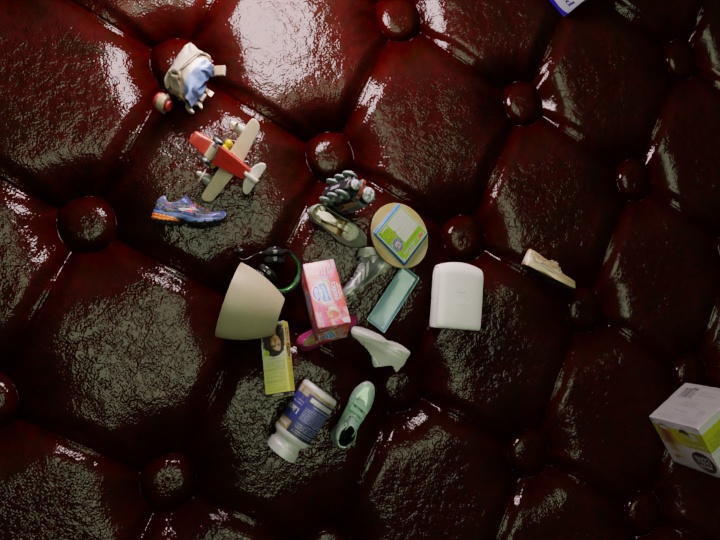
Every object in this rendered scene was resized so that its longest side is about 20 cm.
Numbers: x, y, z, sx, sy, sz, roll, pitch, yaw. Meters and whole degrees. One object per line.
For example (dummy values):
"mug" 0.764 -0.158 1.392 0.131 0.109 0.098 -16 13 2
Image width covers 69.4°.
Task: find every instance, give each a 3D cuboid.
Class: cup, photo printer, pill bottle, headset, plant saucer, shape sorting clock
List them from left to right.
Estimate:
"cup" -0.281 0.099 1.373 0.140 0.200 0.205 18 83 -7
"headset" -0.261 -0.015 1.470 0.198 0.093 0.126 28 80 -27
"pill bottle" -0.164 0.415 1.437 0.115 0.116 0.202 36 79 -10
"plant saucer" 0.098 0.085 1.573 0.069 0.019 0.202 36 80 -10
"shape sorting clock" 0.118 -0.105 1.565 0.196 0.039 0.205 8 70 -21
"photo printer" 0.296 0.078 1.598 0.162 0.069 0.205 6 86 -14

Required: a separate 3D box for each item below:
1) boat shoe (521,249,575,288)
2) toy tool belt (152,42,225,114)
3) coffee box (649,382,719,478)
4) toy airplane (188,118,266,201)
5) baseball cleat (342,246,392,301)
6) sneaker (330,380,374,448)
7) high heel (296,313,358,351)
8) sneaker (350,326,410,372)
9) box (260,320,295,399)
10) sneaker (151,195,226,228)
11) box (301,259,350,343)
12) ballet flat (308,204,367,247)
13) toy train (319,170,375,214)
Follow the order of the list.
"boat shoe" 0.620 -0.003 1.685 0.197 0.071 0.066 27 82 -10
"toy tool belt" -0.459 -0.497 1.406 0.121 0.125 0.203 29 81 -3
"coffee box" 1.144 0.527 1.728 0.198 0.199 0.200 -33 95 -14
"toy airplane" -0.361 -0.305 1.427 0.197 0.141 0.203 -21 130 -23
"baseball cleat" 0.000 0.000 1.534 0.198 0.070 0.108 -34 90 -24
"sneaker" -0.009 0.414 1.476 0.073 0.118 0.203 34 78 -8
"high heel" -0.088 0.177 1.479 0.197 0.096 0.069 -27 94 -14
"sneaker" 0.048 0.237 1.527 0.197 0.075 0.090 28 96 -15
"box" -0.229 0.245 1.431 0.074 0.050 0.205 -11 77 7
"sneaker" -0.463 -0.163 1.413 0.195 0.075 0.080 4 83 -16
"box" -0.099 0.084 1.440 0.093 0.100 0.203 -9 61 -15
"ballet flat" -0.064 -0.128 1.518 0.197 0.064 0.068 30 80 -12
"toy train" -0.037 -0.215 1.468 0.113 0.199 0.087 28 75 -25
